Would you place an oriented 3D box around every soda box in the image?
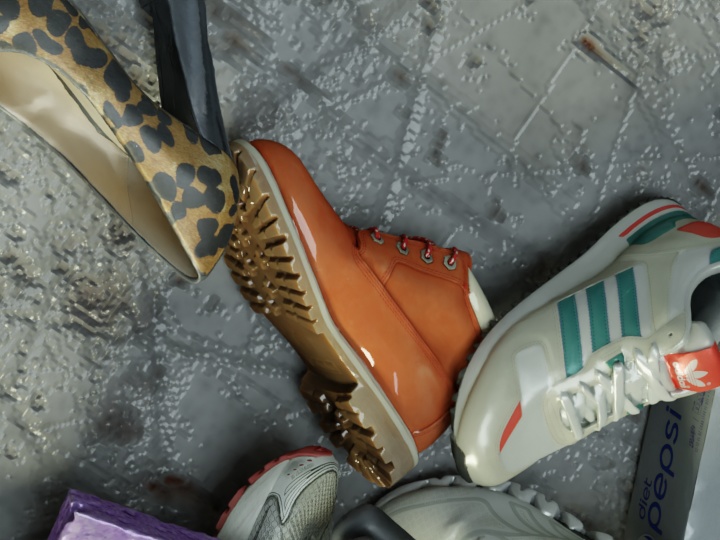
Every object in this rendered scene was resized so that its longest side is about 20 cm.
[{"bbox_3d":[0.190,0.127,1.531,0.063,0.068,0.201,5,103,-22],"label":"soda box"}]

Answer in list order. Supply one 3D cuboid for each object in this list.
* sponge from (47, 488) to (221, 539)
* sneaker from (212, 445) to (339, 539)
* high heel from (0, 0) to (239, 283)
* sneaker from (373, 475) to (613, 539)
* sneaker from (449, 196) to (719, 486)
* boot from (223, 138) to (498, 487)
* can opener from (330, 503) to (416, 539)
[{"bbox_3d":[-0.128,0.211,1.403,0.111,0.030,0.201,18,111,-17],"label":"sponge"},{"bbox_3d":[-0.032,0.187,1.441,0.078,0.082,0.201,-10,111,-54],"label":"sneaker"},{"bbox_3d":[-0.150,-0.061,1.316,0.199,0.071,0.143,-4,80,-28],"label":"high heel"},{"bbox_3d":[0.095,0.162,1.467,0.199,0.081,0.076,15,105,6],"label":"sneaker"},{"bbox_3d":[0.133,0.044,1.443,0.200,0.093,0.071,-42,135,-25],"label":"sneaker"},{"bbox_3d":[0.000,0.000,1.425,0.107,0.075,0.201,-39,118,-18],"label":"boot"},{"bbox_3d":[0.047,0.204,1.432,0.067,0.053,0.200,-37,113,25],"label":"can opener"}]
